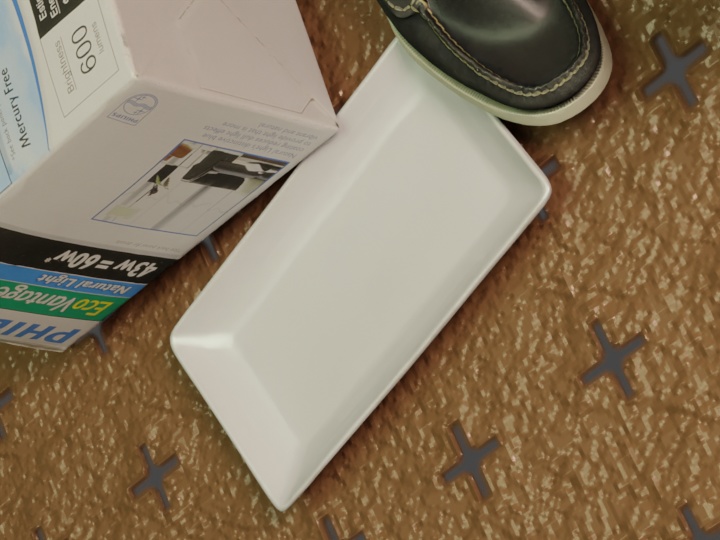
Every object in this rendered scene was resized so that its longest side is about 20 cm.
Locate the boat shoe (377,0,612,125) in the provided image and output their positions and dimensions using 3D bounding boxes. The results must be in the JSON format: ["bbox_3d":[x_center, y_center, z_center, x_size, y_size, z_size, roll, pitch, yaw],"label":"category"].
[{"bbox_3d":[0.026,-0.136,1.009,0.072,0.068,0.200,-40,63,5],"label":"boat shoe"}]

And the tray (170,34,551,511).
[{"bbox_3d":[0.000,0.000,1.062,0.200,0.022,0.107,-51,59,26],"label":"tray"}]

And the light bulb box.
[{"bbox_3d":[-0.141,-0.099,1.108,0.200,0.125,0.198,-37,58,32],"label":"light bulb box"}]
